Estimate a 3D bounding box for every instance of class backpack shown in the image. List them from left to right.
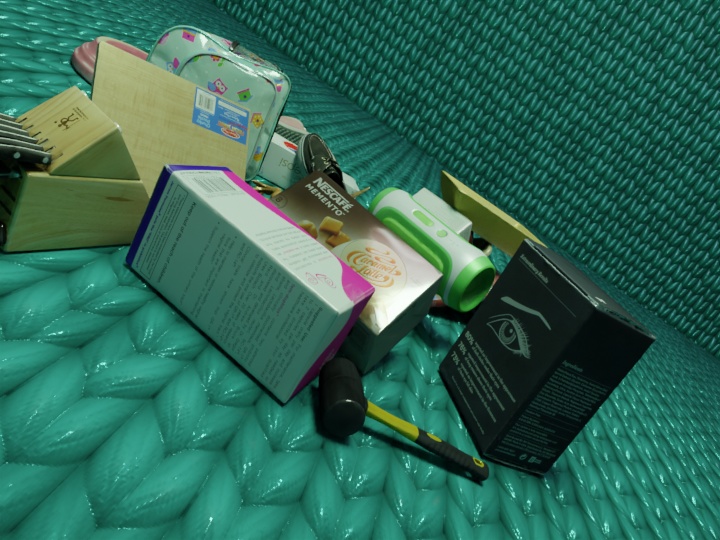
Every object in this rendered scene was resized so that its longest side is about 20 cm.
[{"bbox_3d":[-0.212,-0.239,0.764,0.195,0.180,0.154,24,16,-13],"label":"backpack"}]

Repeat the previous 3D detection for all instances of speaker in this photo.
[{"bbox_3d":[0.093,-0.033,0.753,0.087,0.090,0.200,8,29,-50],"label":"speaker"}]

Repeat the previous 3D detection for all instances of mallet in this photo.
[{"bbox_3d":[0.045,0.152,0.489,0.197,0.042,0.066,35,17,-13],"label":"mallet"}]

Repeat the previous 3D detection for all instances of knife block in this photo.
[{"bbox_3d":[-0.268,-0.053,0.436,0.064,0.175,0.202,39,-25,17],"label":"knife block"}]

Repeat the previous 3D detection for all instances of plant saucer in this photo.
[{"bbox_3d":[-0.364,-0.319,0.888,0.197,0.052,0.202,30,20,-12],"label":"plant saucer"},{"bbox_3d":[0.223,-0.090,0.954,0.197,0.049,0.201,32,17,-10],"label":"plant saucer"}]

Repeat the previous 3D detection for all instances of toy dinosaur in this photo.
[{"bbox_3d":[-0.091,-0.080,0.714,0.104,0.062,0.197,26,34,33],"label":"toy dinosaur"}]

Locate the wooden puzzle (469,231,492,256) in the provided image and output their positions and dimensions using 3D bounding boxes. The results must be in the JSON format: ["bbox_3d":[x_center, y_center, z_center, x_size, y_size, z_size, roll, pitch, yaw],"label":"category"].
[{"bbox_3d":[0.137,-0.066,0.975,0.193,0.048,0.185,6,13,11],"label":"wooden puzzle"}]

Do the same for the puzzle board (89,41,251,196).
[{"bbox_3d":[-0.218,-0.149,0.632,0.017,0.157,0.197,-5,-12,42],"label":"puzzle board"}]

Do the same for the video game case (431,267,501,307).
[{"bbox_3d":[0.150,0.008,0.905,0.194,0.018,0.144,-3,34,-26],"label":"video game case"}]

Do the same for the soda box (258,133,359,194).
[{"bbox_3d":[-0.101,-0.170,0.952,0.196,0.064,0.069,27,20,-23],"label":"soda box"}]

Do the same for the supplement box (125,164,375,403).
[{"bbox_3d":[-0.098,0.004,0.495,0.198,0.105,0.101,37,19,12],"label":"supplement box"}]

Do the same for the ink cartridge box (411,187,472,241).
[{"bbox_3d":[0.072,-0.037,0.849,0.198,0.051,0.108,-38,60,-23],"label":"ink cartridge box"}]

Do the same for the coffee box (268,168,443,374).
[{"bbox_3d":[-0.022,-0.005,0.602,0.113,0.081,0.199,-34,66,-32],"label":"coffee box"}]

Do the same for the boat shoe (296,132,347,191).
[{"bbox_3d":[-0.053,-0.147,0.873,0.067,0.057,0.206,3,60,-36],"label":"boat shoe"}]

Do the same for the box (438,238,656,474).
[{"bbox_3d":[0.199,0.095,0.615,0.102,0.203,0.149,23,21,-25],"label":"box"}]

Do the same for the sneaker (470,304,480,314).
[{"bbox_3d":[0.233,0.064,0.964,0.080,0.074,0.202,35,23,-26],"label":"sneaker"}]

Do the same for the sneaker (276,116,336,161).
[{"bbox_3d":[-0.116,-0.256,1.103,0.197,0.077,0.104,33,24,9],"label":"sneaker"}]
